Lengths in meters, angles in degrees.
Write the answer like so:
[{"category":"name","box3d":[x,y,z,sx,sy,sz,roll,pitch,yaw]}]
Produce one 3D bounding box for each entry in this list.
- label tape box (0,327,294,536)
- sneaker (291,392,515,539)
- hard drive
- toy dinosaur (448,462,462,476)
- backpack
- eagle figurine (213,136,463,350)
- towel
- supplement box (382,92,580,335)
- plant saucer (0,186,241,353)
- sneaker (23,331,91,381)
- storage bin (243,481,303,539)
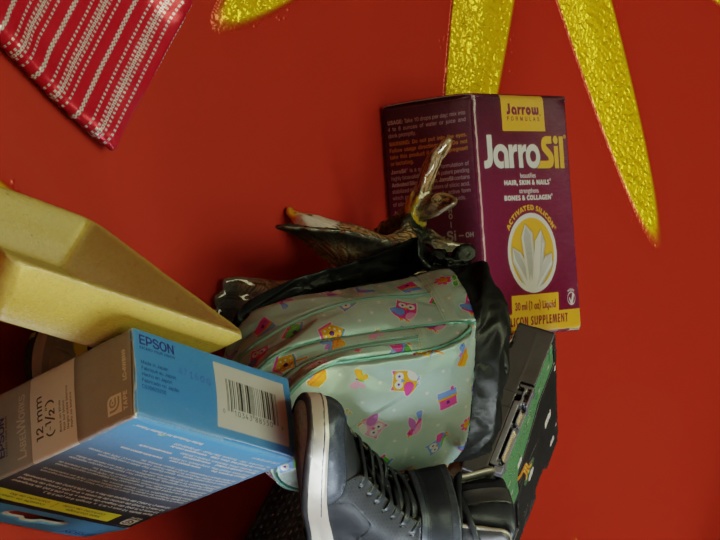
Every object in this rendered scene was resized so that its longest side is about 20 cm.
[{"category":"label tape box","box3d":[-0.164,0.113,1.361,0.143,0.200,0.066,21,56,-45]},{"category":"sneaker","box3d":[0.029,0.143,1.389,0.202,0.146,0.077,84,-1,-51]},{"category":"hard drive","box3d":[0.123,0.149,1.704,0.200,0.038,0.140,80,29,-60]},{"category":"toy dinosaur","box3d":[0.037,0.165,1.689,0.200,0.058,0.101,31,49,-51]},{"category":"backpack","box3d":[0.002,0.076,1.469,0.200,0.127,0.167,-6,117,-19]},{"category":"eagle figurine","box3d":[-0.007,-0.002,1.591,0.200,0.151,0.152,-41,128,-54]},{"category":"towel","box3d":[-0.205,-0.200,1.454,0.200,0.022,0.145,47,55,-36]},{"category":"supplement box","box3d":[0.102,-0.043,1.726,0.131,0.103,0.200,-5,90,-47]},{"category":"plant saucer","box3d":[-0.206,-0.002,1.335,0.200,0.200,0.048,21,100,-45]},{"category":"sneaker","box3d":[-0.145,0.094,1.458,0.200,0.076,0.075,31,63,-45]},{"category":"storage bin","box3d":[-0.012,0.230,1.551,0.135,0.094,0.200,47,44,-20]}]
